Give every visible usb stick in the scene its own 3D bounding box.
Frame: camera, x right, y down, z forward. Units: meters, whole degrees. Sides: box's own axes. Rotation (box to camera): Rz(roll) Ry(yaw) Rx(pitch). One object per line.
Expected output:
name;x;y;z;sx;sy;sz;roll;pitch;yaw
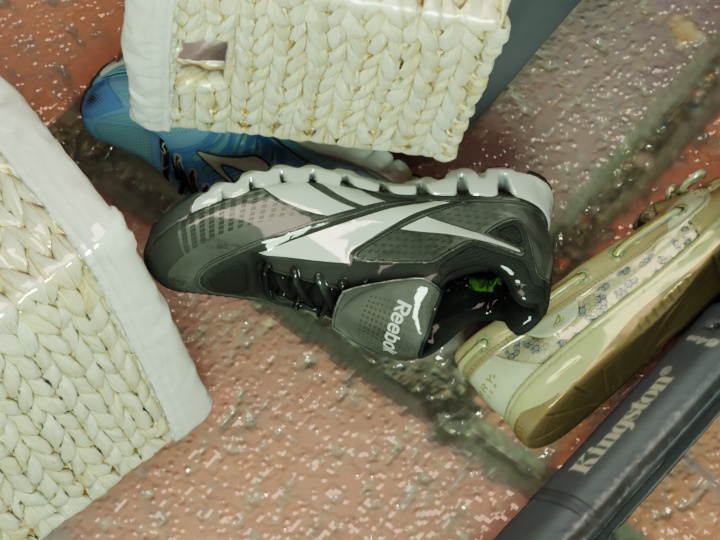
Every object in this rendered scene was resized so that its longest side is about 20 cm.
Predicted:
usb stick;0.125;0.087;1.016;0.200;0.055;0.033;-44;104;-19

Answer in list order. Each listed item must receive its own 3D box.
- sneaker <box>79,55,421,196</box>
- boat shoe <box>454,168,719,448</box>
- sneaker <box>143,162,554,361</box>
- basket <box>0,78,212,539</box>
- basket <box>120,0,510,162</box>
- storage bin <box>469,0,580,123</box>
sneaker;-0.064;-0.044;1.096;0.199;0.078;0.090;25;71;21
boat shoe;0.135;0.000;1.052;0.200;0.073;0.063;-39;66;-16
sneaker;0.000;0.000;1.009;0.199;0.067;0.091;-3;50;-9
basket;-0.198;0.010;1.003;0.161;0.200;0.198;-39;63;-10
basket;-0.014;-0.173;0.963;0.160;0.198;0.201;8;75;-4
storage bin;0.027;-0.180;1.138;0.199;0.146;0.135;31;77;21
